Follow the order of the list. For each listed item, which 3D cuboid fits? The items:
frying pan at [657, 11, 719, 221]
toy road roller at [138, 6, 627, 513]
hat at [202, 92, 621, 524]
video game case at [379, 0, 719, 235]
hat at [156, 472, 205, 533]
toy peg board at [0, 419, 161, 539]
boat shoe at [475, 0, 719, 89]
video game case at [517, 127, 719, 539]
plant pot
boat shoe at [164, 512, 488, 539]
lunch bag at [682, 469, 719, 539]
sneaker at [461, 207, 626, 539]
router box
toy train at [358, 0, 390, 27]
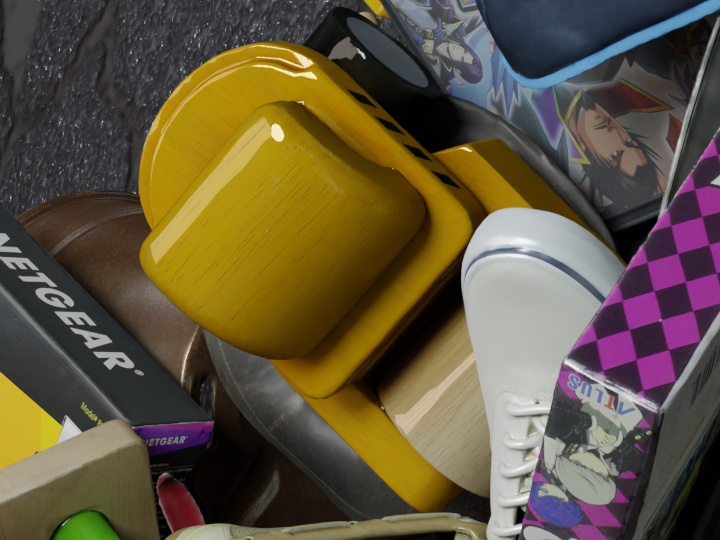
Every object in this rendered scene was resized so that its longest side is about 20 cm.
[{"bbox_3d":[0.122,-0.012,0.824,0.115,0.031,0.191,-60,-19,-50],"label":"frying pan"},{"bbox_3d":[0.000,0.000,0.860,0.123,0.200,0.146,-48,-7,17],"label":"toy road roller"},{"bbox_3d":[0.033,0.014,0.973,0.202,0.200,0.081,-64,-14,18],"label":"hat"},{"bbox_3d":[0.090,-0.106,0.902,0.025,0.181,0.200,-37,7,-34],"label":"video game case"},{"bbox_3d":[-0.058,0.218,0.964,0.165,0.175,0.202,-26,53,53],"label":"hat"},{"bbox_3d":[-0.147,0.196,0.886,0.098,0.198,0.201,42,146,43],"label":"toy peg board"},{"bbox_3d":[0.112,-0.127,0.773,0.199,0.069,0.084,-28,13,33],"label":"boat shoe"},{"bbox_3d":[0.108,0.023,0.699,0.200,0.036,0.182,-53,-19,-35],"label":"video game case"},{"bbox_3d":[-0.078,0.059,1.089,0.198,0.199,0.202,1,76,54],"label":"plant pot"},{"bbox_3d":[0.017,0.127,0.854,0.063,0.200,0.074,-17,65,53],"label":"boat shoe"},{"bbox_3d":[0.160,0.104,0.695,0.165,0.117,0.200,-68,21,6],"label":"lunch bag"},{"bbox_3d":[0.076,0.068,0.810,0.073,0.201,0.071,3,43,27],"label":"sneaker"},{"bbox_3d":[-0.159,0.078,1.012,0.200,0.051,0.150,40,118,40],"label":"router box"},{"bbox_3d":[0.048,-0.135,1.098,0.200,0.055,0.151,-51,36,42],"label":"toy train"}]
